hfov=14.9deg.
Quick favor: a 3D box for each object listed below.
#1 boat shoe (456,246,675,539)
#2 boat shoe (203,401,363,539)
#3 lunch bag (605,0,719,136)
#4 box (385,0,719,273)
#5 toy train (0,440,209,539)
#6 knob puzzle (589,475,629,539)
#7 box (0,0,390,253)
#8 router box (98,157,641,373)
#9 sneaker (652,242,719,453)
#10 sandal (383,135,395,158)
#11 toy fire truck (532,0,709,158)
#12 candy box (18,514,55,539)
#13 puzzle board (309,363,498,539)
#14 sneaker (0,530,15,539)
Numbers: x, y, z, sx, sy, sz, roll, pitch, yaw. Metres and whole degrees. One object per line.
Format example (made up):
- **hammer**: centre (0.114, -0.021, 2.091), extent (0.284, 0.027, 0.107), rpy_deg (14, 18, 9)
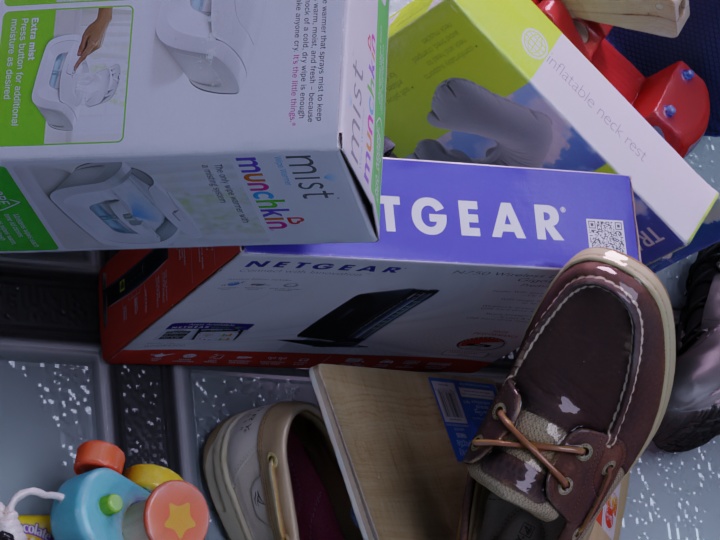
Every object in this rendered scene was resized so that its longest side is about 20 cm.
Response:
- **boat shoe**: centre (0.082, 0.085, 1.221), extent (0.072, 0.201, 0.072), rpy_deg (29, 33, 11)
- **boat shoe**: centre (-0.005, 0.153, 1.299), extent (0.074, 0.069, 0.201), rpy_deg (-30, 91, -39)
- **lunch bag**: centre (0.233, -0.185, 1.512), extent (0.136, 0.200, 0.132), rpy_deg (50, 50, -2)
- **box**: centre (0.089, -0.060, 1.413), extent (0.200, 0.122, 0.048), rpy_deg (45, 53, -12)
- **toy train**: centre (-0.092, 0.172, 1.211), extent (0.150, 0.056, 0.201), rpy_deg (-29, 96, -49)
- **knob puzzle**: centre (0.109, 0.095, 1.360), extent (0.030, 0.220, 0.220), rpy_deg (6, 62, 12)
- **box**: centre (-0.078, -0.118, 1.143), extent (0.176, 0.097, 0.201), rpy_deg (-2, 66, 9)
- **router box**: centre (0.000, 0.000, 1.273), extent (0.199, 0.179, 0.049), rpy_deg (3, 72, -24)
- **sneaker**: centre (0.203, 0.031, 1.500), extent (0.091, 0.076, 0.200), rpy_deg (53, 44, 5)
- **sandal**: centre (-0.012, -0.049, 1.269), extent (0.200, 0.076, 0.043), rpy_deg (48, 37, -70)
- **toy fire truck**: centre (0.126, -0.140, 1.457), extent (0.200, 0.141, 0.049), rpy_deg (41, 54, -15)
- **candy box**: centre (-0.197, 0.157, 1.192), extent (0.199, 0.026, 0.103), rpy_deg (5, 68, -34)
- **puzzle board**: centre (0.044, 0.121, 1.323), extent (0.200, 0.017, 0.151), rpy_deg (9, 58, -63)
- **sneaker**: centre (-0.223, 0.122, 1.128), extent (0.199, 0.075, 0.081), rpy_deg (25, 91, -12)
